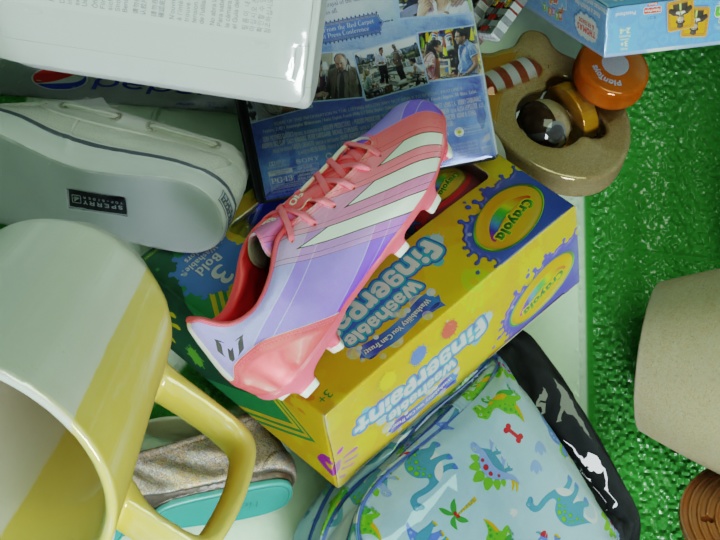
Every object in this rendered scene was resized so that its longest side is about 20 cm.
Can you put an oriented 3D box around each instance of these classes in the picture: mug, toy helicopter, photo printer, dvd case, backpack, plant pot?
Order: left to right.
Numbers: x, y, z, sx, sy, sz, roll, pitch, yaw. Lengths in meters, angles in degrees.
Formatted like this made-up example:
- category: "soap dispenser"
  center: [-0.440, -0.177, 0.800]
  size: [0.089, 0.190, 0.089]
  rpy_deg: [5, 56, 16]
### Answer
- category: "mug"
  center: [-0.159, 0.066, 1.117]
  size: [0.187, 0.149, 0.154]
  rpy_deg: [58, 33, -26]
- category: "photo printer"
  center: [-0.113, -0.180, 1.156]
  size: [0.198, 0.070, 0.168]
  rpy_deg: [8, 109, 3]
- category: "dvd case"
  center: [-0.009, -0.146, 1.214]
  size: [0.142, 0.018, 0.201]
  rpy_deg: [-10, 108, 2]
- category: "backpack"
  center: [0.054, 0.148, 1.252]
  size: [0.199, 0.154, 0.164]
  rpy_deg: [-32, 96, -10]
- category: "toy helicopter"
  center: [0.072, -0.107, 1.351]
  size: [0.199, 0.079, 0.133]
  rpy_deg: [29, 57, 7]
- category: "plant pot"
  center: [0.271, 0.066, 1.309]
  size: [0.199, 0.187, 0.189]
  rpy_deg: [8, 71, 17]

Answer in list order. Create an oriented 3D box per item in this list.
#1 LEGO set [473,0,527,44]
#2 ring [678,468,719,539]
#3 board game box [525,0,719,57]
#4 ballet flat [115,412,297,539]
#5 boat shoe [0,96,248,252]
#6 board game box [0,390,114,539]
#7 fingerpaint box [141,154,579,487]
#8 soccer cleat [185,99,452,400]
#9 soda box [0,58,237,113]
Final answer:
- category: "LEGO set"
  center: [0.030, -0.217, 1.309]
  size: [0.200, 0.154, 0.116]
  rpy_deg: [41, 80, -34]
- category: "ring"
  center: [0.288, 0.169, 1.308]
  size: [0.199, 0.201, 0.019]
  rpy_deg: [-1, 118, -18]
- category: "board game box"
  center: [0.209, -0.182, 1.379]
  size: [0.199, 0.151, 0.037]
  rpy_deg: [-7, 115, -20]
- category: "ballet flat"
  center: [-0.136, 0.120, 1.235]
  size: [0.199, 0.068, 0.068]
  rpy_deg: [-8, 59, -24]
- category: "boat shoe"
  center: [-0.160, -0.066, 1.252]
  size: [0.199, 0.071, 0.070]
  rpy_deg: [11, 40, 13]
- category: "board game box"
  center: [-0.223, 0.074, 1.185]
  size: [0.134, 0.034, 0.201]
  rpy_deg: [-9, 55, -21]
- category: "fingerpaint box"
  center: [0.000, 0.000, 1.255]
  size: [0.200, 0.074, 0.167]
  rpy_deg: [-38, 55, -22]
- category: "soccer cleat"
  center: [-0.018, -0.023, 1.165]
  size: [0.076, 0.067, 0.201]
  rpy_deg: [40, 67, -21]
- category: "soda box"
  center: [-0.143, -0.140, 1.290]
  size: [0.198, 0.068, 0.064]
  rpy_deg: [3, 71, -17]
